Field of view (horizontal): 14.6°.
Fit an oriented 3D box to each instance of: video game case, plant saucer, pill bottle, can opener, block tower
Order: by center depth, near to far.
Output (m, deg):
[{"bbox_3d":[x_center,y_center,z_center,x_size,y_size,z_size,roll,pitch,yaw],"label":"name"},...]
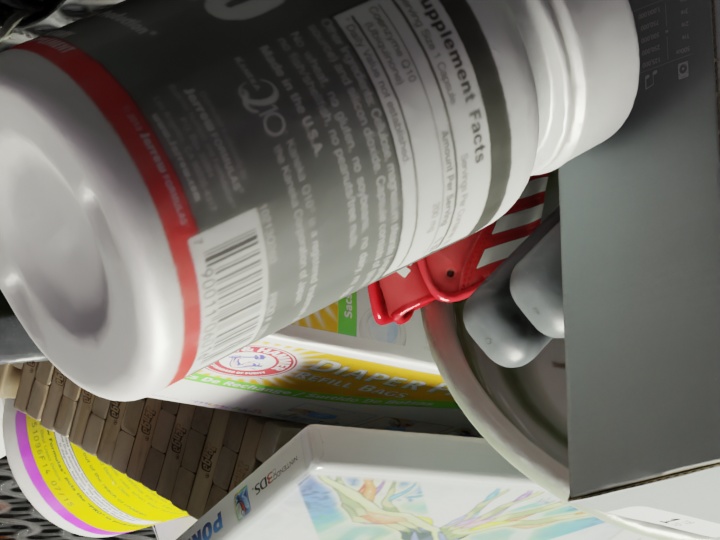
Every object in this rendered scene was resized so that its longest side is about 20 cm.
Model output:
[{"bbox_3d":[-0.017,-0.049,0.893,0.200,0.114,0.114,-27,175,-29],"label":"pill bottle"},{"bbox_3d":[0.110,-0.019,1.042,0.053,0.067,0.200,-37,179,42],"label":"can opener"},{"bbox_3d":[0.114,0.033,1.094,0.200,0.200,0.050,5,140,-16],"label":"plant saucer"},{"bbox_3d":[0.021,0.118,1.185,0.200,0.022,0.182,7,149,-31],"label":"video game case"},{"bbox_3d":[-0.092,0.059,1.246,0.200,0.058,0.054,24,-166,40],"label":"block tower"},{"bbox_3d":[-0.074,0.061,1.339,0.104,0.104,0.200,16,156,-41],"label":"pill bottle"}]

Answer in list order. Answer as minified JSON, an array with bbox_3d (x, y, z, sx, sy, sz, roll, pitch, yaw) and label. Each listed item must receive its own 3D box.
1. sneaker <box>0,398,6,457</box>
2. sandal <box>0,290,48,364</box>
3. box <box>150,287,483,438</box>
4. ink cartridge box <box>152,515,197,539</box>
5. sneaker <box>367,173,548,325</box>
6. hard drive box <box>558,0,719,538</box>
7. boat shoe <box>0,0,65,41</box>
[{"bbox_3d":[-0.226,0.054,1.397,0.087,0.075,0.200,-23,161,23],"label":"sneaker"},{"bbox_3d":[-0.143,0.002,1.184,0.076,0.043,0.200,-6,-172,-12],"label":"sandal"},{"bbox_3d":[0.000,0.000,1.149,0.200,0.113,0.101,12,158,-30],"label":"box"},{"bbox_3d":[0.014,0.124,1.438,0.145,0.083,0.200,-16,-175,38],"label":"ink cartridge box"},{"bbox_3d":[0.002,-0.048,0.998,0.200,0.116,0.078,15,156,-39],"label":"sneaker"},{"bbox_3d":[0.147,-0.010,0.985,0.156,0.200,0.077,17,154,-41],"label":"hard drive box"},{"bbox_3d":[-0.120,-0.107,0.898,0.200,0.063,0.073,-14,158,34],"label":"boat shoe"}]
